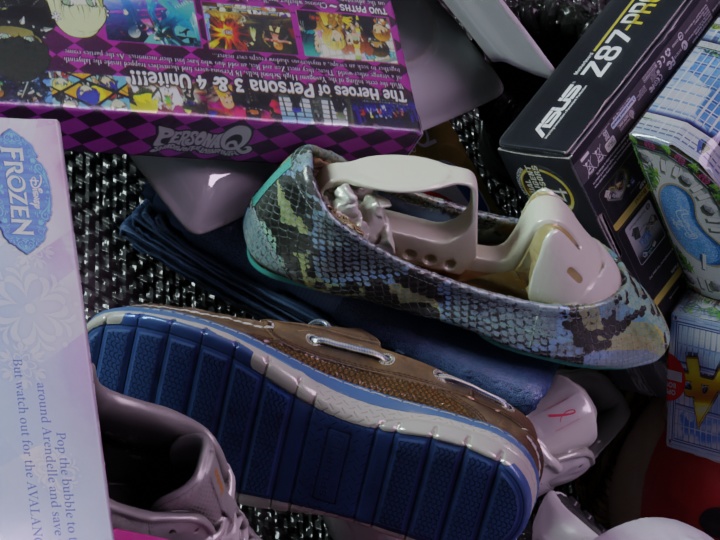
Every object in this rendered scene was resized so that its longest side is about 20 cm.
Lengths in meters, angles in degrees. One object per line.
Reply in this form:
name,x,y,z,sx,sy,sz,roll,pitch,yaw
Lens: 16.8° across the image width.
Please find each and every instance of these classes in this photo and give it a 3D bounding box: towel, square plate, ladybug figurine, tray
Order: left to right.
square plate,-0.055,-0.130,1.107,0.200,0.028,0.198,-27,71,-37
towel,0.000,0.000,1.090,0.199,0.049,0.112,29,38,6
tray,0.029,-0.157,1.160,0.107,0.022,0.200,47,7,-30
ladybug figurine,0.195,0.116,1.217,0.072,0.136,0.200,43,-1,39

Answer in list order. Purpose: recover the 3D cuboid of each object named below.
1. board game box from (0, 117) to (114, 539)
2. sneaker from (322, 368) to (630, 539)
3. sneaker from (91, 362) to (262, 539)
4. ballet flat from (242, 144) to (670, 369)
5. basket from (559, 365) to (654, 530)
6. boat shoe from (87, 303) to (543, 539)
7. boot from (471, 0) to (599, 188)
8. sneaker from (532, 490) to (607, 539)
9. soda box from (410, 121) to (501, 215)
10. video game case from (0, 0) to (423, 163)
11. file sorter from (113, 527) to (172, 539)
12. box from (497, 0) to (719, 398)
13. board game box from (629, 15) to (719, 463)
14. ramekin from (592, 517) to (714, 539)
board game box,-0.190,0.037,0.831,0.198,0.043,0.201,2,62,-25
sneaker,0.056,0.080,1.117,0.200,0.099,0.078,-25,85,-55
sneaker,-0.070,0.106,0.947,0.200,0.092,0.076,36,42,-31
ballet flat,0.051,-0.008,1.033,0.199,0.074,0.075,12,53,-17
basket,0.203,0.055,1.282,0.199,0.142,0.150,11,56,-47
boat shoe,-0.020,0.059,1.015,0.199,0.073,0.072,22,27,5
boot,0.156,-0.087,1.241,0.158,0.210,0.080,83,1,-77
sneaker,0.115,0.176,1.155,0.075,0.081,0.200,40,-3,42
soda box,0.008,-0.047,1.181,0.068,0.064,0.201,-26,86,-54
video game case,-0.084,-0.130,1.050,0.199,0.036,0.182,2,57,-25
file sorter,-0.001,0.182,0.893,0.200,0.125,0.140,20,76,-50
box,0.160,-0.065,1.146,0.200,0.049,0.161,-52,130,-27
board game box,0.199,-0.018,1.119,0.200,0.061,0.200,-52,134,-28
ramekin,0.144,0.215,1.048,0.200,0.097,0.202,-16,112,-44
